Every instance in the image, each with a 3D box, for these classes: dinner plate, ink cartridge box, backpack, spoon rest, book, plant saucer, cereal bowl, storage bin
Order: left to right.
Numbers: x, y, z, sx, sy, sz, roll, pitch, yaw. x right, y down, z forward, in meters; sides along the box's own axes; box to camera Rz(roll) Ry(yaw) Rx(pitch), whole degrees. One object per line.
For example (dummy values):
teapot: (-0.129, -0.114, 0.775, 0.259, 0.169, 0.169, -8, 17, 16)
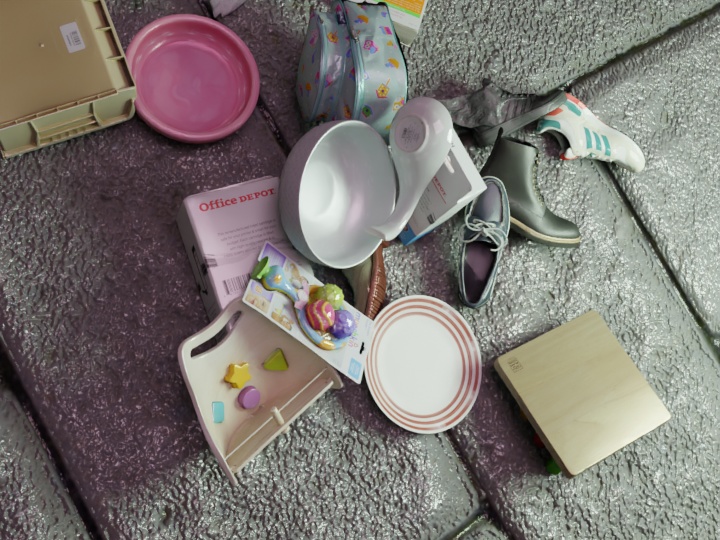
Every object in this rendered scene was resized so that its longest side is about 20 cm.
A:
storage bin: (-0.430, -0.289, 1.286, 0.197, 0.094, 0.202, -20, 80, -15)
plant saucer: (-0.249, -0.276, 1.383, 0.198, 0.051, 0.203, 6, 73, -18)
ink cartridge box: (-0.156, -0.013, 1.314, 0.145, 0.084, 0.202, -15, 79, -23)
cereal bowl: (-0.042, -0.108, 1.301, 0.199, 0.083, 0.203, -13, 108, -45)
backpack: (-0.011, -0.279, 1.375, 0.152, 0.177, 0.201, -6, 54, -24)
book: (0.054, -0.488, 1.557, 0.132, 0.048, 0.202, 22, 67, -9)
spoon rest: (0.066, -0.140, 1.296, 0.099, 0.060, 0.202, 27, 102, 30)
dinner plate: (0.089, 0.137, 1.377, 0.198, 0.024, 0.203, 7, 74, -24)
ink cartridge box: (0.106, -0.133, 1.375, 0.066, 0.200, 0.117, -25, 83, -34)

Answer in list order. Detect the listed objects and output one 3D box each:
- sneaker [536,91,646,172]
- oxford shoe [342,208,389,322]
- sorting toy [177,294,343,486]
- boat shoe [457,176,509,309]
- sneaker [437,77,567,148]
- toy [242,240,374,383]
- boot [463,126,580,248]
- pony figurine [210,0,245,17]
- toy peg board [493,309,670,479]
sneaker: (0.381, -0.209, 1.579, 0.199, 0.070, 0.094, 36, 83, -6)
oxford shoe: (0.000, 0.000, 1.386, 0.073, 0.071, 0.203, 2, 74, 12)
sorting toy: (-0.152, 0.135, 1.219, 0.200, 0.106, 0.181, -40, 119, -26)
boat shoe: (0.182, -0.043, 1.417, 0.074, 0.062, 0.203, 14, 93, 7)
sneaker: (0.228, -0.272, 1.521, 0.198, 0.060, 0.105, -29, 93, -1)
toy: (-0.055, 0.047, 1.246, 0.199, 0.047, 0.116, 35, 42, -18)
boot: (0.275, -0.125, 1.464, 0.198, 0.078, 0.140, 18, 110, -14)
pony figurine: (-0.181, -0.506, 1.438, 0.192, 0.167, 0.200, -33, 71, -32)
toy peg board: (0.320, 0.198, 1.423, 0.198, 0.098, 0.200, -22, 66, -24)
